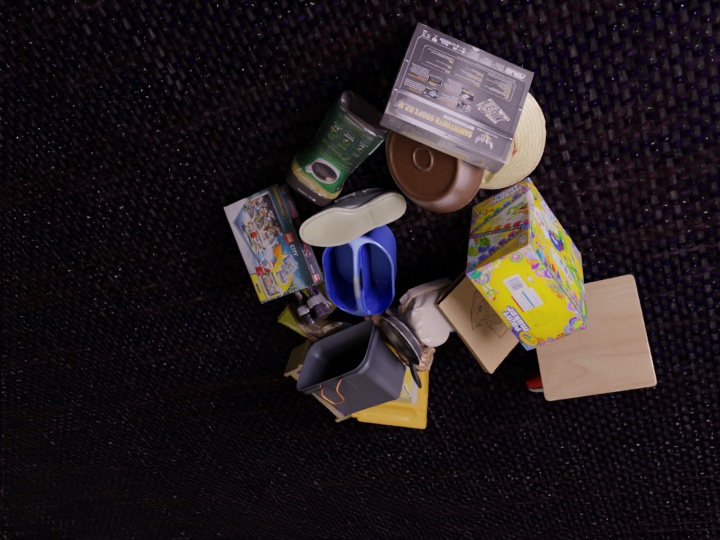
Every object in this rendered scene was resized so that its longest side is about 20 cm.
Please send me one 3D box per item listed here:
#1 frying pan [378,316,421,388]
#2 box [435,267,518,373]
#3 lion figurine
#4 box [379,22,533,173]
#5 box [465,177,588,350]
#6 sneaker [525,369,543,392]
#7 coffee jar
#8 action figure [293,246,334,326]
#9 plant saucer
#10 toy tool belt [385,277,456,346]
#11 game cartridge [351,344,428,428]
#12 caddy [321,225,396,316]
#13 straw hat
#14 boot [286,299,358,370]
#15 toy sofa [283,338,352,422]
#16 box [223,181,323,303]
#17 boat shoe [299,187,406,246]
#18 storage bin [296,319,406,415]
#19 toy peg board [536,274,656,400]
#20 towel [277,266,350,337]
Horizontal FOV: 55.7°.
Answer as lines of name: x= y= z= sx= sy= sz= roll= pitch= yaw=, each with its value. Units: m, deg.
frying pan: x=0.098 y=0.160 z=1.303 sx=0.191 sy=0.031 sz=0.115 roll=55 pitch=165 yaw=-17
box: x=0.248 y=0.074 z=1.302 sx=0.201 sy=0.164 sz=0.021 roll=51 pitch=164 yaw=-28
lion figurine: x=0.064 y=0.125 z=1.399 sx=0.197 sy=0.123 sz=0.073 roll=26 pitch=132 yaw=-7
box: x=0.146 y=-0.260 z=1.030 sx=0.197 sy=0.161 sz=0.048 roll=21 pitch=167 yaw=-4
box: x=0.290 y=-0.011 z=1.178 sx=0.121 sy=0.194 sz=0.200 roll=-26 pitch=119 yaw=31
sneaker: x=0.411 y=0.174 z=1.396 sx=0.085 sy=0.077 sz=0.200 roll=46 pitch=119 yaw=-5
coffee jar: x=-0.045 y=-0.204 z=1.173 sx=0.103 sy=0.086 sz=0.200 roll=33 pitch=130 yaw=-16
action figure: x=-0.132 y=0.010 z=1.371 sx=0.129 sy=0.069 sz=0.202 roll=-27 pitch=93 yaw=30
plant saucer: x=0.110 y=-0.188 z=1.116 sx=0.198 sy=0.036 sz=0.204 roll=22 pitch=124 yaw=35
toy tool belt: x=0.158 y=0.070 z=1.335 sx=0.197 sy=0.122 sz=0.127 roll=-13 pitch=106 yaw=-26
game cartridge: x=0.064 y=0.247 z=1.512 sx=0.173 sy=0.032 sz=0.204 roll=4 pitch=104 yaw=12
caddy: x=0.000 y=0.000 z=1.320 sx=0.139 sy=0.106 sz=0.202 roll=4 pitch=130 yaw=10
straw hat: x=0.209 y=-0.196 z=1.114 sx=0.197 sy=0.086 sz=0.204 roll=7 pitch=131 yaw=8
boot: x=-0.064 y=0.114 z=1.458 sx=0.097 sy=0.075 sz=0.200 roll=-40 pitch=104 yaw=12
toy sofa: x=-0.073 y=0.251 z=1.569 sx=0.097 sy=0.083 sz=0.200 roll=-27 pitch=119 yaw=33
box: x=-0.167 y=-0.052 z=1.311 sx=0.135 sy=0.038 sz=0.203 roll=-18 pitch=97 yaw=27
boat shoe: x=-0.018 y=-0.104 z=1.231 sx=0.197 sy=0.066 sz=0.075 roll=-23 pitch=121 yaw=2
storage bin: x=-0.011 y=0.214 z=1.364 sx=0.198 sy=0.147 sz=0.134 roll=-27 pitch=122 yaw=38
toy peg board: x=0.440 y=0.134 z=1.297 sx=0.197 sy=0.203 sz=0.098 roll=-13 pitch=163 yaw=23
towel: x=-0.100 y=0.075 z=1.470 sx=0.085 sy=0.018 sz=0.200 roll=33 pitch=130 yaw=-13
